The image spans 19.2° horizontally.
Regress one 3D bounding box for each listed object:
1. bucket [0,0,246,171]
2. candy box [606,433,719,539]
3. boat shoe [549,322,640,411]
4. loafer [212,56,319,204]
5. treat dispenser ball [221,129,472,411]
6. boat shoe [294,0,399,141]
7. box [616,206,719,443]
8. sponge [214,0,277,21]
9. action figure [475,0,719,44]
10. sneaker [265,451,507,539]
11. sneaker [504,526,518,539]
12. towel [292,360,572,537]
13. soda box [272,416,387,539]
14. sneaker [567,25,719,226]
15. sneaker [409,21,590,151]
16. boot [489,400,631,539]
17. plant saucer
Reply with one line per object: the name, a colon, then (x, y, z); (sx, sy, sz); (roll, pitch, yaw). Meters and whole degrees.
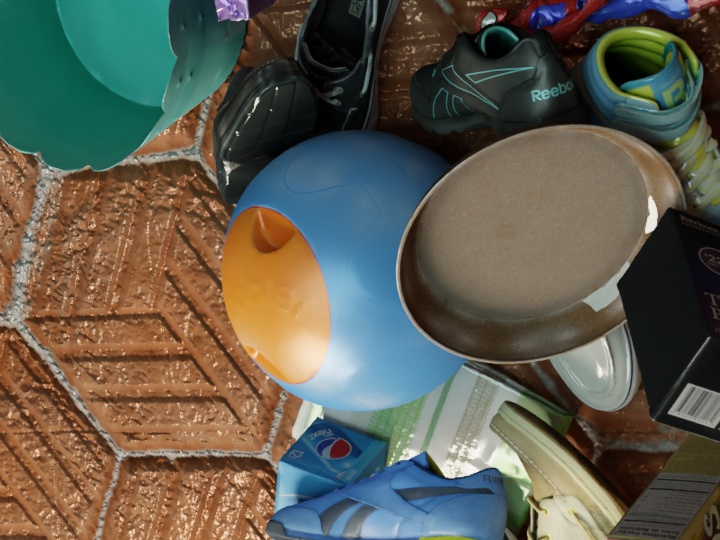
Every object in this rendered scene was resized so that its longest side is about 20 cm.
bucket: (-0.193, -0.188, 1.588); (0.207, 0.135, 0.208); (9, 112, 23)
candy box: (0.234, 0.196, 1.481); (0.055, 0.200, 0.116); (1, 110, 27)
boat shoe: (0.142, 0.016, 1.535); (0.071, 0.070, 0.201); (-15, 101, 30)
loafer: (-0.079, -0.115, 1.550); (0.200, 0.073, 0.072); (125, 130, -66)
treat dispenser ball: (0.000, 0.000, 1.524); (0.200, 0.201, 0.201); (10, 113, 23)
boat shoe: (-0.018, -0.151, 1.553); (0.072, 0.068, 0.200); (28, 120, 15)
box: (0.280, 0.056, 1.389); (0.199, 0.141, 0.079); (19, 121, -18)
sponge: (-0.077, -0.287, 1.506); (0.030, 0.112, 0.201); (3, 110, 23)
action figure: (0.169, -0.187, 1.450); (0.200, 0.066, 0.052); (-14, 124, 29)
sneaker: (0.021, 0.176, 1.567); (0.200, 0.066, 0.079); (-4, 68, 34)
sneaker: (0.074, 0.274, 1.648); (0.074, 0.085, 0.200); (21, 127, 17)
towel: (0.054, 0.119, 1.649); (0.200, 0.031, 0.149); (28, 121, 13)
soda box: (-0.029, 0.220, 1.683); (0.064, 0.068, 0.200); (19, 126, 19)
sneaker: (0.216, -0.081, 1.425); (0.200, 0.080, 0.131); (42, 160, 6)
sneaker: (0.092, -0.135, 1.463); (0.200, 0.075, 0.079); (19, 130, 61)
boot: (0.127, 0.209, 1.571); (0.155, 0.073, 0.200); (-41, 104, 6)
plant saucer: (0.117, -0.023, 1.408); (0.200, 0.032, 0.201); (-9, 132, -11)
